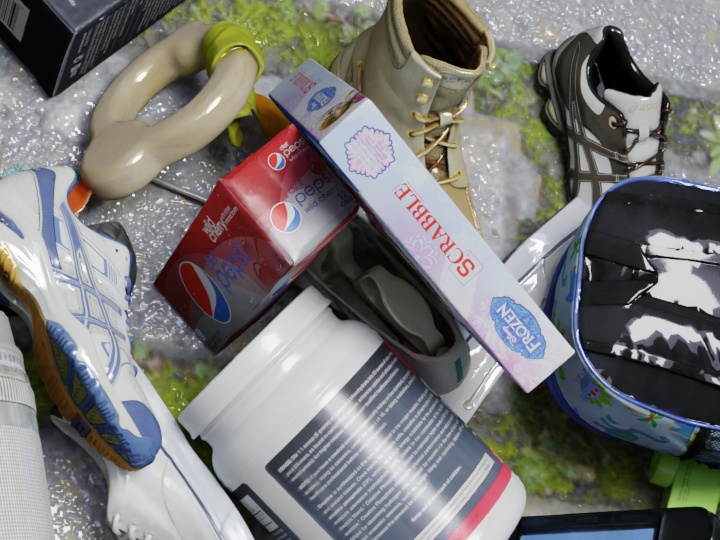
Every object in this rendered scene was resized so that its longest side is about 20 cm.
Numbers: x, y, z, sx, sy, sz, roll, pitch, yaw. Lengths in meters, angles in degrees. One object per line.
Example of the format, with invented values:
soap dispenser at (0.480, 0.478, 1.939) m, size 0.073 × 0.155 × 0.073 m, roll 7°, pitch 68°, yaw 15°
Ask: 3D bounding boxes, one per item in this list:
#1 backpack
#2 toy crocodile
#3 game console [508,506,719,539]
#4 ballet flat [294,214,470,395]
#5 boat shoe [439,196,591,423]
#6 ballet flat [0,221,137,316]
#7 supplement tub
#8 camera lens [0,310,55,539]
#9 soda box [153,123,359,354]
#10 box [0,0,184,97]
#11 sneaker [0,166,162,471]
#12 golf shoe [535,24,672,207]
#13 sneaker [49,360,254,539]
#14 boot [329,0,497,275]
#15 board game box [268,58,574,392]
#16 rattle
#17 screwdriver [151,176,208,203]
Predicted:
backpack at (0.224, 0.041, 1.124) m, size 0.199 × 0.147 × 0.184 m, roll 14°, pitch 69°, yaw -6°
toy crocodile at (0.249, 0.114, 1.213) m, size 0.067 × 0.062 × 0.201 m, roll 14°, pitch 70°, yaw 1°
game console at (0.102, 0.215, 1.029) m, size 0.116 × 0.199 × 0.177 m, roll 33°, pitch 61°, yaw -35°
ballet flat at (0.000, 0.000, 1.117) m, size 0.200 × 0.070 × 0.069 m, roll 44°, pitch 63°, yaw 14°
boat shoe at (0.117, 0.040, 1.181) m, size 0.086 × 0.075 × 0.202 m, roll 44°, pitch 66°, yaw 0°
ballet flat at (-0.243, -0.002, 1.080) m, size 0.199 × 0.067 × 0.057 m, roll 0°, pitch 58°, yaw -25°
supplement tub at (-0.005, 0.123, 1.071) m, size 0.200 × 0.140 × 0.140 m, roll 46°, pitch 63°, yaw 0°
camera lens at (-0.261, 0.134, 0.966) m, size 0.159 × 0.160 × 0.201 m, roll -6°, pitch 73°, yaw -21°
soda box at (-0.070, -0.015, 1.063) m, size 0.063 × 0.200 × 0.070 m, roll -40°, pitch 88°, yaw -26°
box at (-0.181, -0.245, 1.159) m, size 0.200 × 0.104 × 0.148 m, roll -40°, pitch 88°, yaw -27°
sneaker at (-0.165, 0.023, 1.026) m, size 0.088 × 0.075 × 0.201 m, roll -30°, pitch 88°, yaw -32°
golf shoe at (0.195, -0.087, 1.243) m, size 0.077 × 0.094 × 0.201 m, roll -19°, pitch 80°, yaw -25°
sneaker at (-0.126, 0.153, 1.065) m, size 0.071 × 0.073 × 0.200 m, roll -32°, pitch 75°, yaw -17°
boot at (0.053, -0.096, 1.160) m, size 0.072 × 0.155 × 0.201 m, roll -16°, pitch 78°, yaw -24°
board game box at (0.032, -0.034, 1.042) m, size 0.041 × 0.200 × 0.200 m, roll -40°, pitch 107°, yaw 0°
rattle at (-0.134, -0.066, 1.146) m, size 0.130 × 0.143 × 0.200 m, roll 25°, pitch 68°, yaw 32°
screwdriver at (-0.060, -0.031, 1.169) m, size 0.199 × 0.029 × 0.028 m, roll 24°, pitch 65°, yaw -11°
